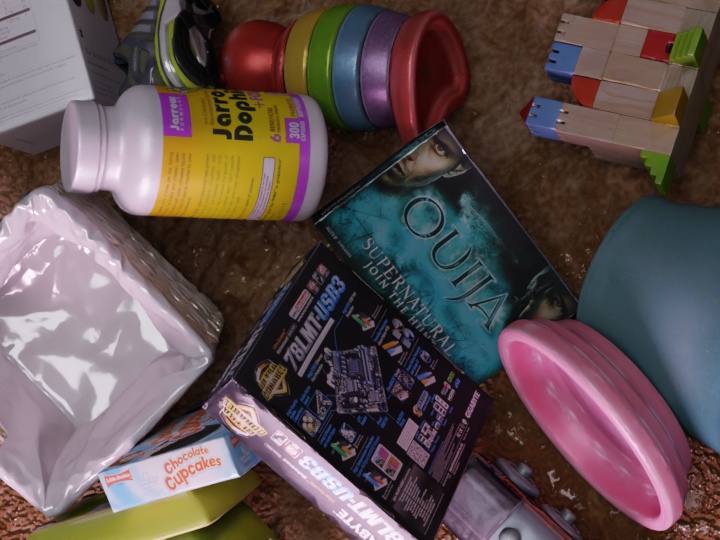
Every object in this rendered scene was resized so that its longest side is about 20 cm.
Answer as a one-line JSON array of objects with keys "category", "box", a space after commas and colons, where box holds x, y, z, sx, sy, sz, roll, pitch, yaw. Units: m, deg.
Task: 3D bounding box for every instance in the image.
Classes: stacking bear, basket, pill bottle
[{"category": "stacking bear", "box": [-0.026, -0.168, 1.665, 0.200, 0.114, 0.122, 5, 45, 25]}, {"category": "basket", "box": [-0.241, 0.052, 1.614, 0.198, 0.161, 0.200, 45, 101, -7]}, {"category": "pill bottle", "box": [-0.133, -0.094, 1.575, 0.200, 0.104, 0.104, 1, 85, -20]}]

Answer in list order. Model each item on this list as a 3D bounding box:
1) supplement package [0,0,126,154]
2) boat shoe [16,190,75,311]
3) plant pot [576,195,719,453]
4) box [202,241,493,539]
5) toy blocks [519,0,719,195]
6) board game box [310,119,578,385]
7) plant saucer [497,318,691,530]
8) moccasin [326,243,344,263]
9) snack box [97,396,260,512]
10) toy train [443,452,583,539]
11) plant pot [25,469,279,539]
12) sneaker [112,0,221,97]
[{"category": "supplement package", "box": [-0.285, -0.217, 1.724, 0.109, 0.114, 0.200, -18, 83, 12]}, {"category": "boat shoe", "box": [-0.260, 0.023, 1.726, 0.073, 0.062, 0.200, -16, 82, 11]}, {"category": "plant pot", "box": [0.279, 0.038, 1.544, 0.188, 0.200, 0.200, 26, 92, 28]}, {"category": "box", "box": [-0.003, 0.103, 1.537, 0.198, 0.200, 0.050, 41, 126, -8]}, {"category": "toy blocks", "box": [0.216, -0.168, 1.622, 0.137, 0.100, 0.200, 15, 77, 23]}, {"category": "board game box", "box": [0.072, -0.007, 1.618, 0.135, 0.028, 0.200, -37, 109, 5]}, {"category": "plant saucer", "box": [0.190, 0.112, 1.555, 0.051, 0.201, 0.201, -38, 78, -13]}, {"category": "moccasin", "box": [-0.001, -0.001, 1.660, 0.074, 0.078, 0.201, 40, 95, 12]}, {"category": "snack box", "box": [-0.110, 0.130, 1.568, 0.116, 0.200, 0.037, -18, 97, 24]}, {"category": "toy train", "box": [0.138, 0.226, 1.593, 0.200, 0.114, 0.085, 44, 96, 12]}, {"category": "plant pot", "box": [-0.159, 0.264, 1.601, 0.200, 0.199, 0.182, -17, 92, 12]}, {"category": "sneaker", "box": [-0.169, -0.200, 1.670, 0.081, 0.200, 0.074, -28, 119, 16]}]
